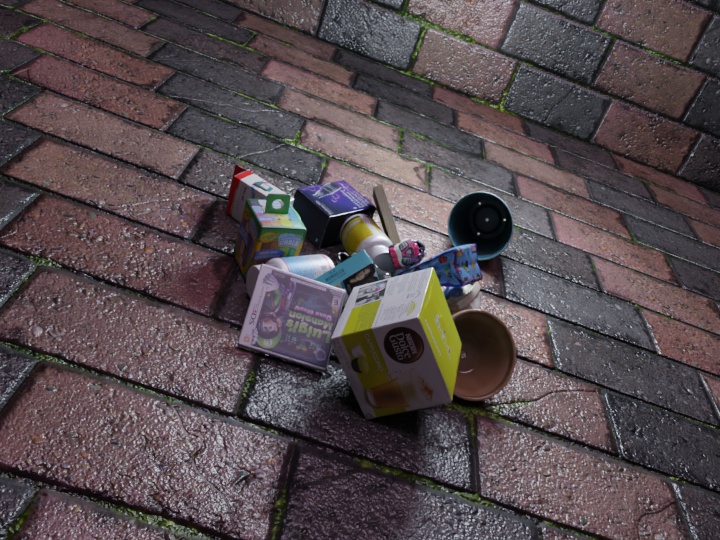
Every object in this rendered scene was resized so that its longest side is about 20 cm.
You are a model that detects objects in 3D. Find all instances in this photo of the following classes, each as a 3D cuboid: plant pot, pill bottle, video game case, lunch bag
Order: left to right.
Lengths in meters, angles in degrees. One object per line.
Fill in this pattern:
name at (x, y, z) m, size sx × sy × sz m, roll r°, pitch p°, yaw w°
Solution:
pill bottle at (-0.161, 0.023, 1.621) m, size 0.197 × 0.110 × 0.109 m, roll -5°, pitch 40°, yaw -37°
video game case at (-0.145, 0.101, 1.496) m, size 0.196 × 0.023 × 0.186 m, roll 18°, pitch 71°, yaw -8°
pill bottle at (0.025, -0.058, 1.830) m, size 0.109 × 0.113 × 0.201 m, roll 5°, pitch 26°, yaw -25°
lunch bag at (0.180, 0.003, 1.718) m, size 0.196 × 0.096 × 0.150 m, roll -12°, pitch 0°, yaw 30°
plant pot at (0.249, 0.193, 1.599) m, size 0.197 × 0.205 × 0.093 m, roll 17°, pitch -9°, yaw -8°
plant pot at (0.379, -0.147, 2.148) m, size 0.197 × 0.203 × 0.188 m, roll 28°, pitch 17°, yaw 10°

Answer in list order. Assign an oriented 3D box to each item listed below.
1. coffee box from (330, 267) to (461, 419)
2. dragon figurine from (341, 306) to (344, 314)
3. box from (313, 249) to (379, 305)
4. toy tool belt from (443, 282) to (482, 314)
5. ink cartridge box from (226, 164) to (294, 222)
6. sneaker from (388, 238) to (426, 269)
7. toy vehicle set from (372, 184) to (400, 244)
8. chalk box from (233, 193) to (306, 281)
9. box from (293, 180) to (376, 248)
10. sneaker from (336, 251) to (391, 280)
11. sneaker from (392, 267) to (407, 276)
coffee box at (0.082, 0.147, 1.430) m, size 0.194 × 0.203 × 0.201 m, roll -15°, pitch 23°, yaw 22°
dragon figurine at (0.006, 0.108, 1.645) m, size 0.098 × 0.060 × 0.199 m, roll 32°, pitch 33°, yaw 16°
box at (-0.055, 0.042, 1.591) m, size 0.198 × 0.083 × 0.049 m, roll -31°, pitch 49°, yaw -8°
toy tool belt at (0.249, 0.062, 1.808) m, size 0.121 × 0.126 × 0.201 m, roll 30°, pitch 31°, yaw -3°
ink cartridge box at (-0.281, -0.180, 1.839) m, size 0.198 × 0.118 × 0.067 m, roll 31°, pitch 33°, yaw 16°
sneaker at (0.136, -0.044, 1.772) m, size 0.082 × 0.073 × 0.200 m, roll 71°, pitch 20°, yaw -2°
toy vehicle set at (0.076, -0.123, 1.890) m, size 0.026 × 0.204 × 0.124 m, roll -17°, pitch -3°, yaw -2°
chalk box at (-0.213, -0.089, 1.665) m, size 0.122 × 0.203 × 0.124 m, roll 0°, pitch 37°, yaw -31°
box at (-0.080, -0.160, 1.947) m, size 0.148 × 0.106 × 0.198 m, roll 40°, pitch 36°, yaw 26°
sneaker at (0.000, 0.000, 1.705) m, size 0.074 × 0.081 × 0.198 m, roll -16°, pitch 15°, yaw -38°
sneaker at (0.131, 0.019, 1.848) m, size 0.087 × 0.075 × 0.199 m, roll 37°, pitch 35°, yaw 13°
